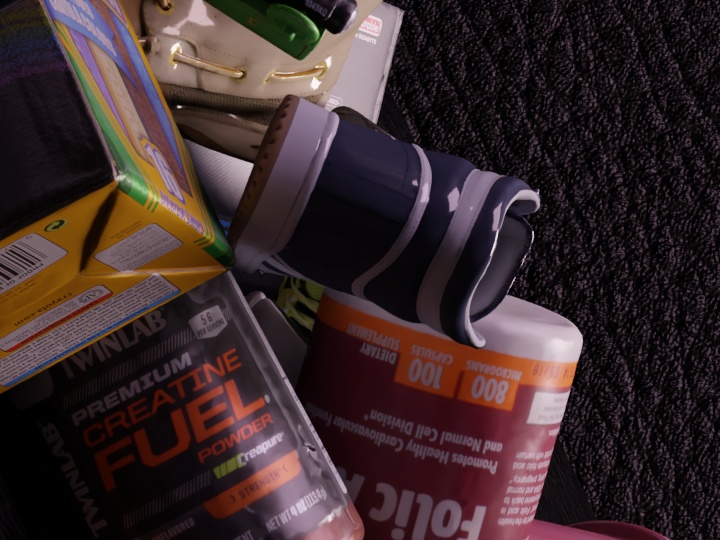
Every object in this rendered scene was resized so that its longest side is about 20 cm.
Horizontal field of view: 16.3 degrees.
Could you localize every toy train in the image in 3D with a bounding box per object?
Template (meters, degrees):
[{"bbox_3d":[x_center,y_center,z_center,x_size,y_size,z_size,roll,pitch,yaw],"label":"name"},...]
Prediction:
[{"bbox_3d":[-0.089,-0.144,0.941,0.199,0.042,0.056,33,-14,-7],"label":"toy train"}]

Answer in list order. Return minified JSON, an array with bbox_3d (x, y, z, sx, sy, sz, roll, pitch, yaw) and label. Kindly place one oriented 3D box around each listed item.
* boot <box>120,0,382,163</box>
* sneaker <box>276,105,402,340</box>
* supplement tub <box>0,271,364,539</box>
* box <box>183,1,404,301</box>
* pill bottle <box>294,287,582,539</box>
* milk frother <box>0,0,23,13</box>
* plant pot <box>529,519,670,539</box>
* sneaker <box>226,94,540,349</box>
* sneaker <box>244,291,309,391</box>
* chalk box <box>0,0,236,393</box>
[{"bbox_3d":[-0.055,-0.131,1.023,0.200,0.156,0.073,18,25,-48],"label":"boot"},{"bbox_3d":[0.000,0.000,1.141,0.075,0.076,0.200,35,-21,20],"label":"sneaker"},{"bbox_3d":[-0.087,0.043,0.974,0.201,0.107,0.107,61,7,-1],"label":"supplement tub"},{"bbox_3d":[-0.069,-0.070,1.167,0.200,0.046,0.160,15,89,-54],"label":"box"},{"bbox_3d":[0.015,0.105,1.065,0.114,0.114,0.201,-34,140,-83],"label":"pill bottle"},{"bbox_3d":[-0.163,-0.094,0.580,0.188,0.199,0.181,-105,169,-60],"label":"milk frother"},{"bbox_3d":[0.090,0.213,1.328,0.179,0.200,0.201,32,26,-44],"label":"plant pot"},{"bbox_3d":[0.007,-0.017,0.983,0.108,0.070,0.200,21,-2,-3],"label":"sneaker"},{"bbox_3d":[-0.070,0.064,1.182,0.075,0.081,0.200,49,-13,2],"label":"sneaker"},{"bbox_3d":[-0.150,-0.072,0.886,0.201,0.124,0.124,66,8,21],"label":"chalk box"}]
